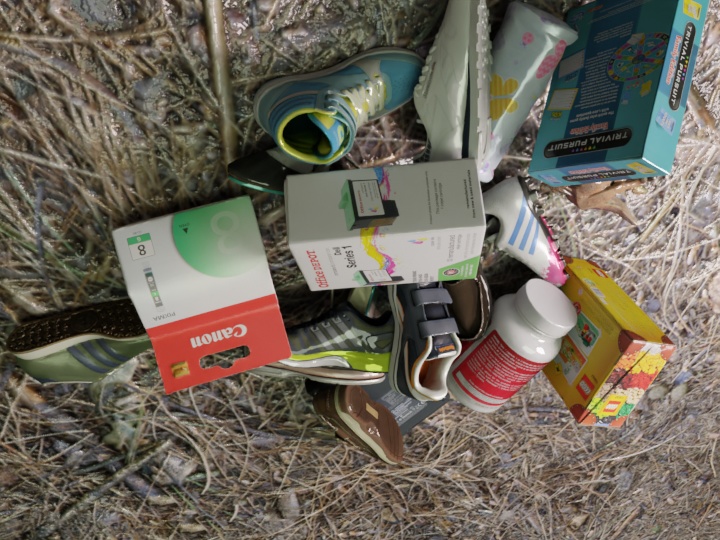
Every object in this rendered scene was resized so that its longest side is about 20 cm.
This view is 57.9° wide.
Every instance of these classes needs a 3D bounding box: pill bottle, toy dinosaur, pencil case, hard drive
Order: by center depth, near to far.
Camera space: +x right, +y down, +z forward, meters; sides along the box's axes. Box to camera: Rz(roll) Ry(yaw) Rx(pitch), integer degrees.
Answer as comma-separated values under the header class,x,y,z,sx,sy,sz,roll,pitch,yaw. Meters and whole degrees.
class,x,y,z,sx,sy,sz,roll,pitch,yaw
pencil case,0.161,-0.201,0.742,0.083,0.091,0.200,31,114,5
toy dinosaur,0.291,-0.119,0.843,0.135,0.086,0.200,-34,132,8
pill bottle,0.212,0.107,0.932,0.112,0.113,0.200,13,133,-25
hard drive,0.030,0.186,1.004,0.139,0.033,0.200,-39,126,12

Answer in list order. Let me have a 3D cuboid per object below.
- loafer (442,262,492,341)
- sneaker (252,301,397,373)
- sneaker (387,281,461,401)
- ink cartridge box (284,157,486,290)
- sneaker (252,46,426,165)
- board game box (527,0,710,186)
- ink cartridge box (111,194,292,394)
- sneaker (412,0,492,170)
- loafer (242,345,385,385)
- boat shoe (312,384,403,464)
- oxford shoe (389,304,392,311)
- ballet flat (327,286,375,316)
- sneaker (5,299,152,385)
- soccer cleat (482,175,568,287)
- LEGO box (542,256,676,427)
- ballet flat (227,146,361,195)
class,x,y,z,sx,sy,sz,roll,pitch,yaw
loafer,0.123,0.010,0.858,0.073,0.071,0.201,-1,113,30
sneaker,-0.042,0.077,0.830,0.199,0.074,0.081,5,102,-14
sneaker,0.083,0.062,0.799,0.078,0.079,0.201,-7,100,-36
ink cartridge box,0.027,-0.045,0.711,0.199,0.084,0.145,-5,159,4
sneaker,-0.007,-0.167,0.682,0.199,0.131,0.080,-20,127,-5
board game box,0.267,-0.194,0.683,0.047,0.151,0.201,19,83,-28
ink cartridge box,-0.180,0.029,0.755,0.160,0.050,0.201,-15,90,-7
sneaker,0.094,-0.203,0.680,0.080,0.076,0.201,6,102,24
loafer,-0.061,0.115,0.891,0.199,0.072,0.063,6,99,-7
boat shoe,-0.003,0.229,0.970,0.075,0.075,0.203,-15,132,23
oxford shoe,0.082,0.061,0.924,0.071,0.071,0.200,-7,128,18
ballet flat,0.000,0.000,0.848,0.069,0.070,0.201,8,122,-22
sneaker,-0.322,0.095,0.814,0.199,0.067,0.090,-10,134,-10
soccer cleat,0.220,-0.045,0.889,0.086,0.070,0.200,-21,129,20
LEGO box,0.324,0.097,0.930,0.077,0.200,0.149,8,122,-22
ballet flat,-0.055,-0.114,0.751,0.199,0.068,0.069,12,111,-36
